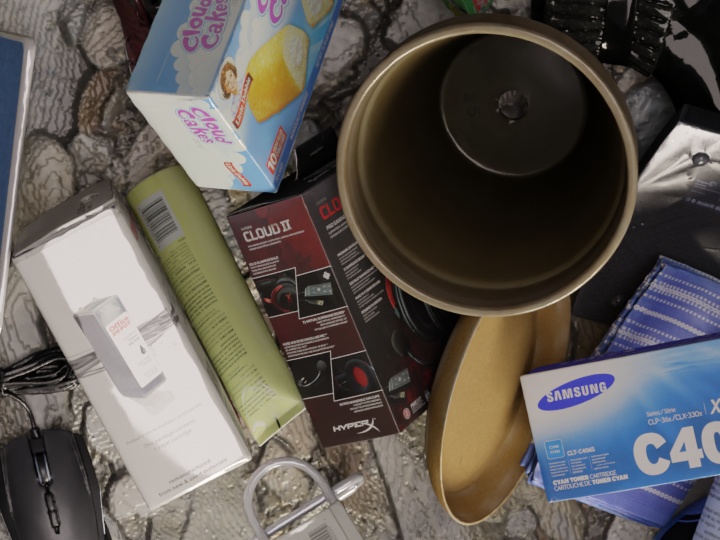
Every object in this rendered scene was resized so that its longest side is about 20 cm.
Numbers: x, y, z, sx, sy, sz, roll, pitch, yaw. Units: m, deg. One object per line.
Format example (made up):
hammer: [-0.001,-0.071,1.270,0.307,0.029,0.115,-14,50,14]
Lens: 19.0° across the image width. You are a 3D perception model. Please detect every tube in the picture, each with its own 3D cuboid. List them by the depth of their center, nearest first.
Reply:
tube: [-0.100,0.023,1.521,0.052,0.058,0.201,-29,79,5]

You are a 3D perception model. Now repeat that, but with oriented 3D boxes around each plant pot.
plant pot: [0.096,-0.093,1.472,0.198,0.174,0.202,4,112,10]
plant pot: [0.095,0.082,1.543,0.027,0.200,0.202,17,96,25]

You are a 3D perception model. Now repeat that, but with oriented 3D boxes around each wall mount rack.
wall mount rack: [-0.042,0.244,1.569,0.173,0.075,0.201,-30,81,-7]

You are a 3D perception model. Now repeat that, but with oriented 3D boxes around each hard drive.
hard drive: [0.244,-0.031,1.558,0.134,0.043,0.201,14,133,-10]

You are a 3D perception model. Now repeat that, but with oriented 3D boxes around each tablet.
tablet: [-0.259,-0.065,1.480,0.014,0.130,0.202,3,98,-31]

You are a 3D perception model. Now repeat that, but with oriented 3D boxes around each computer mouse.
computer mouse: [-0.252,0.163,1.551,0.139,0.046,0.202,-8,99,-9]

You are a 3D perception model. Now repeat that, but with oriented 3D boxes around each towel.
towel: [0.223,0.096,1.590,0.144,0.024,0.201,22,111,-26]

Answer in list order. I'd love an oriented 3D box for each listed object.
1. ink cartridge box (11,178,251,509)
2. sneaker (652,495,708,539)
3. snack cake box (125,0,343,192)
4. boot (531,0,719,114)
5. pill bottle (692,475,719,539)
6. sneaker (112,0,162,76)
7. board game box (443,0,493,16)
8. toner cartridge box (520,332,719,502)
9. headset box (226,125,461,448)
ink cartridge box: [-0.160,0.048,1.499,0.084,0.146,0.201,-26,101,-3]
sneaker: [0.230,0.258,1.626,0.070,0.078,0.200,41,90,-12]
snack cake box: [-0.076,-0.168,1.454,0.067,0.115,0.201,6,62,25]
boot: [0.204,-0.150,1.566,0.156,0.079,0.213,-7,94,-11]
pill bottle: [0.305,0.183,1.561,0.112,0.113,0.202,20,91,-11]
sneaker: [-0.132,-0.160,1.491,0.075,0.116,0.201,-29,101,-4]
board game box: [0.098,-0.249,1.476,0.029,0.200,0.135,39,90,11]
toner cartridge box: [0.219,0.099,1.514,0.198,0.043,0.096,-13,91,22]
headset box: [0.000,0.000,1.515,0.075,0.148,0.202,-14,103,37]
